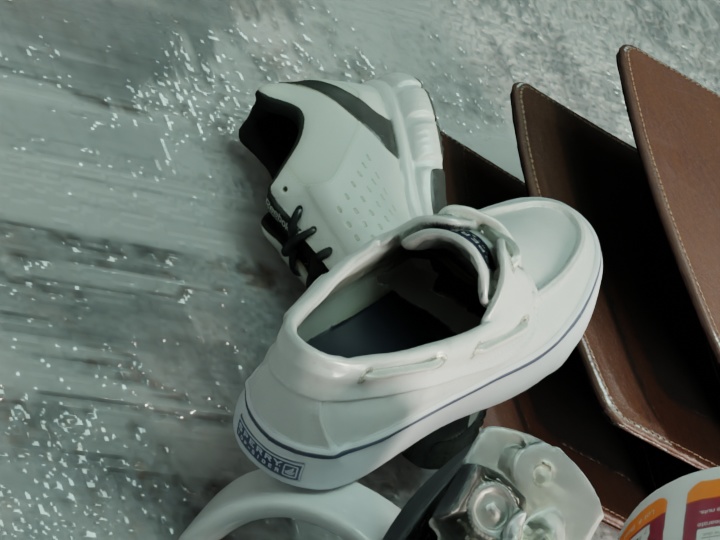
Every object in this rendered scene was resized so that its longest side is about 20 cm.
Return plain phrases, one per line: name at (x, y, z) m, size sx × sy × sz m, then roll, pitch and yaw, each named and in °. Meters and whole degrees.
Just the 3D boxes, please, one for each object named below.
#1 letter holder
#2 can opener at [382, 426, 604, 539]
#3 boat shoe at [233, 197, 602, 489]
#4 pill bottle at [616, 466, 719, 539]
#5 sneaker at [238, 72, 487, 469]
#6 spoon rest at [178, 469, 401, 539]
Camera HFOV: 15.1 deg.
letter holder at (0.105, -0.001, 1.164) m, size 0.142 × 0.101 × 0.200 m, roll 27°, pitch 36°, yaw -36°
can opener at (0.012, 0.141, 0.894) m, size 0.053 × 0.067 × 0.200 m, roll 36°, pitch 71°, yaw -14°
boat shoe at (0.034, 0.012, 0.996) m, size 0.073 × 0.065 × 0.200 m, roll 34°, pitch 40°, yaw 16°
pill bottle at (0.131, 0.168, 0.943) m, size 0.109 × 0.110 × 0.200 m, roll 36°, pitch 35°, yaw -14°
sneaker at (0.000, 0.000, 1.099) m, size 0.080 × 0.074 × 0.200 m, roll 4°, pitch 45°, yaw -24°
spoon rest at (0.028, 0.142, 0.961) m, size 0.200 × 0.061 × 0.099 m, roll 43°, pitch 32°, yaw -2°
